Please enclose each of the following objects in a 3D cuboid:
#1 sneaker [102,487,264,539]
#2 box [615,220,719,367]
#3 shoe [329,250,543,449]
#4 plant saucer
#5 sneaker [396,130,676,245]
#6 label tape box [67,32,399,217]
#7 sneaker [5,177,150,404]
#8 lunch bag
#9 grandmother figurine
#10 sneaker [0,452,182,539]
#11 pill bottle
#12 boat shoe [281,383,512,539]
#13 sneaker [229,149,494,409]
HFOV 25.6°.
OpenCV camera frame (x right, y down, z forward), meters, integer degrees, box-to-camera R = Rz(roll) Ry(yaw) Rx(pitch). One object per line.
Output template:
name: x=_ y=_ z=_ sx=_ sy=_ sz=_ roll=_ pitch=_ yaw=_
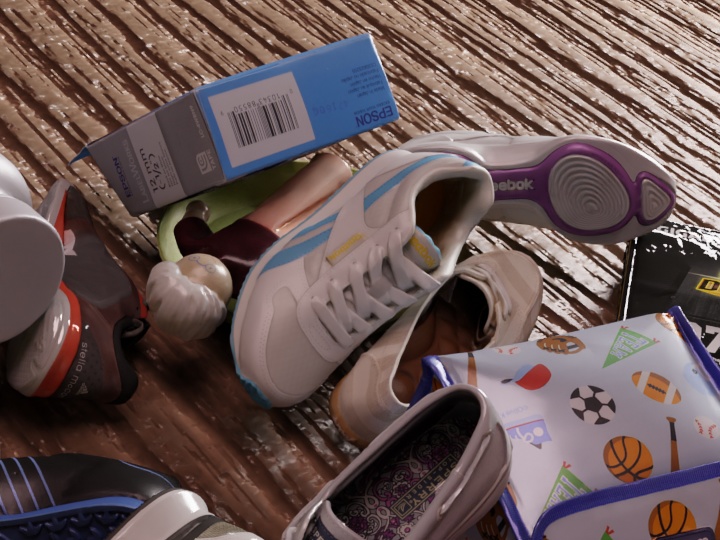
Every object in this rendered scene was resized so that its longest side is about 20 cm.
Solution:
sneaker: x=-0.083 y=0.170 z=0.584 sx=0.115 sy=0.076 sz=0.200 roll=23 pitch=46 yaw=26
box: x=0.266 y=0.041 z=1.032 sx=0.200 sy=0.049 sz=0.160 roll=12 pitch=37 yaw=7
shoe: x=0.060 y=0.041 z=0.972 sx=0.070 sy=0.053 sz=0.200 roll=47 pitch=49 yaw=4
plant saucer: x=-0.037 y=-0.010 z=1.065 sx=0.200 sy=0.031 sz=0.200 roll=5 pitch=36 yaw=-4
sneaker: x=0.115 y=-0.069 z=1.083 sx=0.200 sy=0.075 sz=0.100 roll=6 pitch=20 yaw=3
label tape box: x=-0.090 y=-0.090 z=1.066 sx=0.143 sy=0.066 sz=0.200 roll=-24 pitch=4 yaw=-34
sneaker: x=-0.174 y=0.020 z=0.985 sx=0.082 sy=0.077 sz=0.200 roll=23 pitch=29 yaw=-25
lunch bag: x=0.132 y=0.129 z=0.826 sx=0.170 sy=0.124 sz=0.200 roll=-9 pitch=52 yaw=-21
grandmother figurine: x=-0.065 y=-0.016 z=0.995 sx=0.121 sy=0.061 sz=0.200 roll=16 pitch=33 yaw=28
sneaker: x=-0.188 y=0.131 z=0.819 sx=0.200 sy=0.070 sz=0.078 roll=3 pitch=12 yaw=4
pill bottle: x=-0.262 y=-0.038 z=0.921 sx=0.111 sy=0.111 sz=0.200 roll=-24 pitch=43 yaw=-37
boat shoe: x=-0.006 y=0.130 z=0.722 sx=0.200 sy=0.069 sz=0.072 roll=-38 pitch=57 yaw=-13
sneaker: x=0.000 y=0.000 z=0.937 sx=0.081 sy=0.077 sz=0.200 roll=4 pitch=48 yaw=51
